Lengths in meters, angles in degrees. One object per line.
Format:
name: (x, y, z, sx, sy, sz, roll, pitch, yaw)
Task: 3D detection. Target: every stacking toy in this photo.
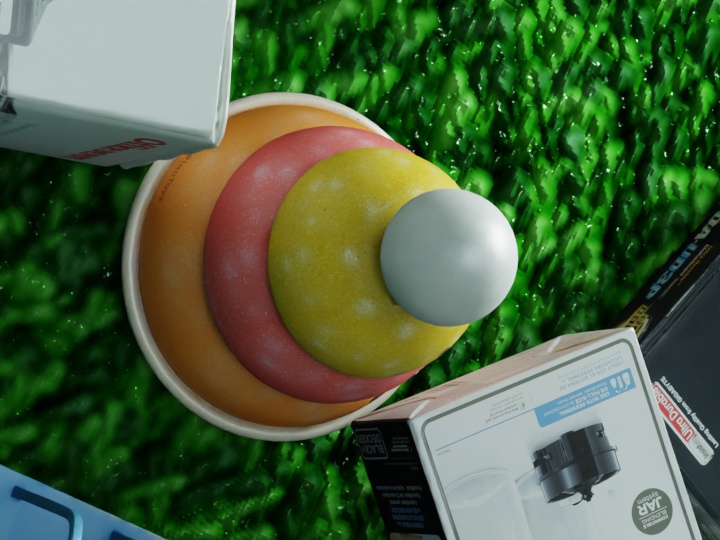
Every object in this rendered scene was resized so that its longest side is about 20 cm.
stacking toy: (0.000, 0.000, 0.780, 0.145, 0.200, 0.147, 0, 91, -23)

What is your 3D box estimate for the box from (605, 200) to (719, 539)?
box: (0.213, 0.066, 0.956, 0.159, 0.046, 0.200, -45, 107, -17)

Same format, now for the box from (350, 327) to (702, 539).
box: (0.086, 0.137, 0.839, 0.116, 0.060, 0.201, -19, 93, -25)

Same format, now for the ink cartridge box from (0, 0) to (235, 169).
ink cartridge box: (-0.158, -0.098, 0.741, 0.199, 0.145, 0.084, 9, 86, -23)

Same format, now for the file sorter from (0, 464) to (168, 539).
file sorter: (-0.107, 0.165, 0.779, 0.199, 0.123, 0.140, 28, 79, -21)
